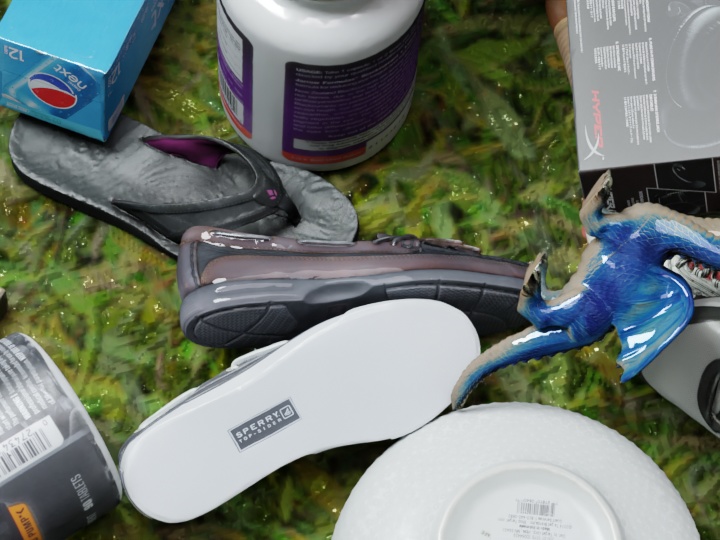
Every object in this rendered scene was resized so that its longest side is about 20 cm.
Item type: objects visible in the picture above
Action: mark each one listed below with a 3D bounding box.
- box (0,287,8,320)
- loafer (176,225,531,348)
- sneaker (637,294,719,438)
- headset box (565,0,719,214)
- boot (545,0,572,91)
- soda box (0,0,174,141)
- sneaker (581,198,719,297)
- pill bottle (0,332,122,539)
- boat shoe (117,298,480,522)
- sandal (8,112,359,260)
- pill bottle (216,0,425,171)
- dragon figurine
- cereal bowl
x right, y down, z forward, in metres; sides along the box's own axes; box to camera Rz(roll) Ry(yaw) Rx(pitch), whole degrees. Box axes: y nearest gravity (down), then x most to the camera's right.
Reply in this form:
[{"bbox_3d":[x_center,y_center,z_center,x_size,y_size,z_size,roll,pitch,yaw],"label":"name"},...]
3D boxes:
[{"bbox_3d":[-0.305,0.006,1.395,0.200,0.032,0.121,33,70,12],"label":"box"},{"bbox_3d":[0.000,0.000,1.380,0.200,0.072,0.063,-2,61,-16],"label":"loafer"},{"bbox_3d":[0.221,0.075,1.315,0.200,0.074,0.079,27,38,24],"label":"sneaker"},{"bbox_3d":[0.211,-0.114,1.367,0.200,0.077,0.149,-6,68,7],"label":"headset box"},{"bbox_3d":[0.204,-0.164,1.476,0.200,0.077,0.155,-7,63,2],"label":"boot"},{"bbox_3d":[-0.135,-0.174,1.443,0.068,0.064,0.200,18,56,6],"label":"soda box"},{"bbox_3d":[0.210,0.002,1.391,0.200,0.082,0.078,32,69,11],"label":"sneaker"},{"bbox_3d":[-0.229,0.124,1.307,0.200,0.106,0.106,-31,72,-14],"label":"pill bottle"},{"bbox_3d":[-0.035,0.069,1.359,0.200,0.068,0.072,-28,104,-5],"label":"boat shoe"},{"bbox_3d":[-0.099,-0.046,1.416,0.200,0.048,0.075,18,67,5],"label":"sandal"},{"bbox_3d":[-0.021,-0.142,1.378,0.111,0.200,0.112,1,67,-2],"label":"pill bottle"},{"bbox_3d":[0.134,0.018,1.307,0.099,0.059,0.200,38,98,0],"label":"dragon figurine"},{"bbox_3d":[0.081,0.155,1.320,0.200,0.083,0.200,0,67,-1],"label":"cereal bowl"}]
